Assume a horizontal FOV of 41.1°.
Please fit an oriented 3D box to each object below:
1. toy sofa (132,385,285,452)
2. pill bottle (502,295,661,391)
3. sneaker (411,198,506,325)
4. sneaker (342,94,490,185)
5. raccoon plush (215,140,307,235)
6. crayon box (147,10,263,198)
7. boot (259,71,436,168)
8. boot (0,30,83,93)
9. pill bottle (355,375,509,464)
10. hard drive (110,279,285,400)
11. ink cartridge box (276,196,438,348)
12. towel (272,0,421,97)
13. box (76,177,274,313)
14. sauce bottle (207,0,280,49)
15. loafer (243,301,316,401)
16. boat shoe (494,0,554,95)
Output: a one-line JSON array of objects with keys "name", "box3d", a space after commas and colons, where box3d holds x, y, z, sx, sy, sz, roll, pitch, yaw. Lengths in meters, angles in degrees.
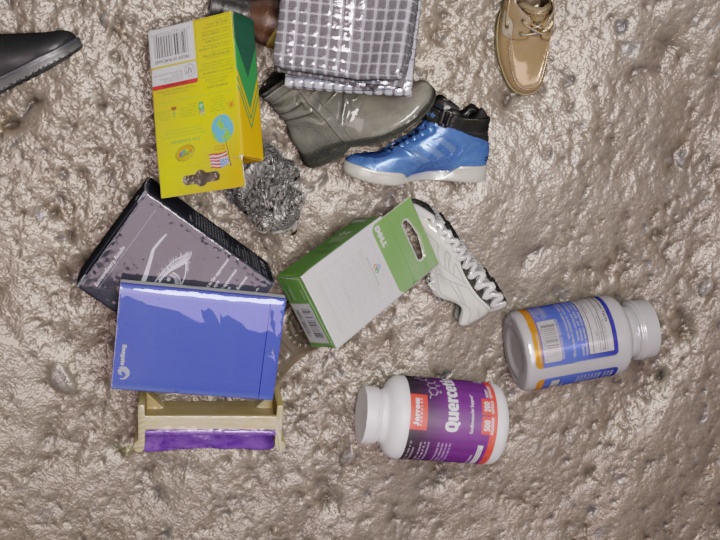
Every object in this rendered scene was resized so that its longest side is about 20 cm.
[{"name": "toy sofa", "box3d": [-0.201, 0.210, 1.281, 0.197, 0.083, 0.099, 2, 104, -11]}, {"name": "pill bottle", "box3d": [0.307, 0.096, 1.330, 0.197, 0.112, 0.114, -9, 107, -9]}, {"name": "sneaker", "box3d": [0.114, -0.008, 1.290, 0.081, 0.075, 0.201, -36, 108, 10]}, {"name": "sneaker", "box3d": [0.074, -0.171, 1.229, 0.197, 0.077, 0.113, -1, 111, -15]}, {"name": "raccoon plush", "box3d": [-0.148, -0.121, 1.172, 0.199, 0.134, 0.097, 37, 97, -18]}, {"name": "crayon box", "box3d": [-0.183, -0.191, 1.133, 0.125, 0.051, 0.203, -4, 89, 26]}, {"name": "boot", "box3d": [-0.016, -0.216, 1.176, 0.198, 0.068, 0.131, -23, 125, 12]}, {"name": "boot", "box3d": [-0.440, -0.311, 1.108, 0.163, 0.066, 0.202, -27, 104, -4]}, {"name": "pill bottle", "box3d": [0.097, 0.204, 1.319, 0.197, 0.113, 0.114, 6, 104, -13]}, {"name": "hard drive", "box3d": [-0.197, 0.086, 1.168, 0.197, 0.025, 0.134, 6, 104, -13]}, {"name": "ink cartridge box", "box3d": [0.000, 0.000, 1.213, 0.199, 0.059, 0.105, -38, 111, -31]}, {"name": "towel", "box3d": [-0.011, -0.306, 1.095, 0.163, 0.086, 0.203, 7, 89, 3]}, {"name": "box", "box3d": [-0.230, 0.004, 1.207, 0.199, 0.104, 0.148, 38, 96, -17]}, {"name": "sauce bottle", "box3d": [-0.087, -0.299, 1.175, 0.197, 0.065, 0.066, 11, 103, -12]}, {"name": "loafer", "box3d": [-0.099, 0.086, 1.277, 0.200, 0.068, 0.076, -41, 111, -15]}, {"name": "boat shoe", "box3d": [0.212, -0.324, 1.222, 0.070, 0.065, 0.203, -7, 106, -9]}]
